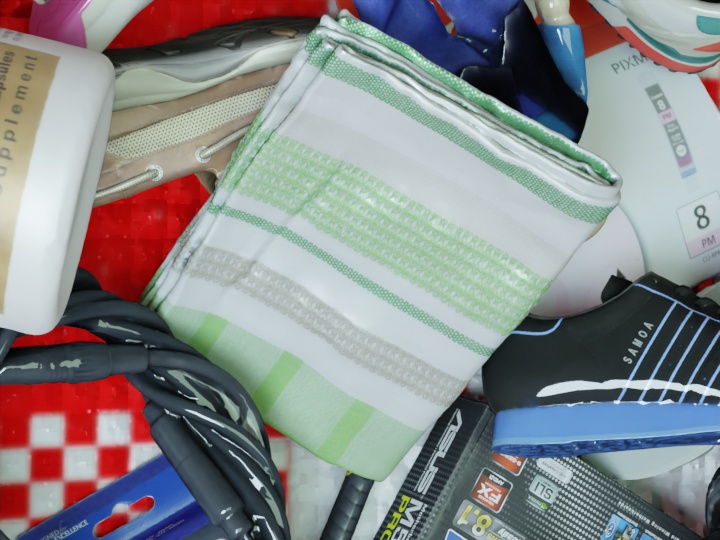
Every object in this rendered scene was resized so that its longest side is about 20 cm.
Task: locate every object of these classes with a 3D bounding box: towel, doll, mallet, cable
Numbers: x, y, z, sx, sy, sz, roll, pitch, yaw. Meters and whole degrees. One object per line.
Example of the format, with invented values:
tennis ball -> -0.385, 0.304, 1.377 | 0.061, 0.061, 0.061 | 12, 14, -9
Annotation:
towel -> 0.000, 0.000, 0.944 | 0.148, 0.031, 0.200 | 29, 124, -12
doll -> 0.051, -0.081, 0.962 | 0.137, 0.048, 0.200 | -55, 130, -19
mallet -> -0.027, 0.170, 1.004 | 0.041, 0.066, 0.201 | 25, 83, -15
cable -> -0.107, 0.095, 0.922 | 0.200, 0.051, 0.164 | 38, 54, -17

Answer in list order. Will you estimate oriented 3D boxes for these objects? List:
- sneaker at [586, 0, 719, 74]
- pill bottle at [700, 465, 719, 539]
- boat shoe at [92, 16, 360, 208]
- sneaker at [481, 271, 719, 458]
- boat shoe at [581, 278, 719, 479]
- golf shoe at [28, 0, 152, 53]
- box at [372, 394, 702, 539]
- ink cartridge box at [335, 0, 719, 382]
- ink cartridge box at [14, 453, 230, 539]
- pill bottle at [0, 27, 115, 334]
sneaker -> 0.107, -0.164, 1.007 | 0.199, 0.093, 0.071 | 30, 72, -12
pill bottle -> 0.236, 0.103, 1.063 | 0.200, 0.111, 0.112 | -48, 112, -34
boat shoe -> -0.060, -0.068, 0.972 | 0.198, 0.076, 0.073 | -11, 104, -15
sneaker -> 0.153, 0.039, 0.991 | 0.198, 0.070, 0.079 | -3, 78, 3
boat shoe -> 0.188, 0.033, 1.058 | 0.063, 0.200, 0.071 | 2, 52, -59
golf shoe -> -0.064, -0.156, 0.950 | 0.092, 0.075, 0.201 | 46, 67, -31
box -> 0.090, 0.177, 1.069 | 0.199, 0.044, 0.161 | 33, 80, -23
ink cartridge box -> 0.090, -0.070, 1.048 | 0.162, 0.057, 0.202 | -24, 108, -20
ink cartridge box -> -0.061, 0.175, 0.960 | 0.099, 0.039, 0.201 | -30, 79, -19
pill bottle -> -0.203, -0.051, 0.860 | 0.198, 0.114, 0.116 | 13, 89, -4
